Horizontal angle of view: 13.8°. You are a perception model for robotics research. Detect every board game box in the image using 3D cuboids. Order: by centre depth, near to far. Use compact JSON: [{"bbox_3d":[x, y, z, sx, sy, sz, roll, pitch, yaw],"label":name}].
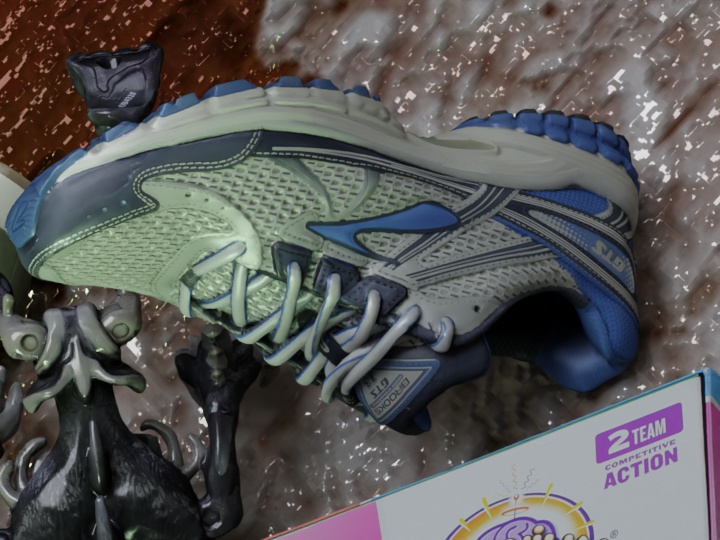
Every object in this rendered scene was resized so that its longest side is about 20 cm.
[{"bbox_3d":[0.032,0.136,0.697,0.153,0.040,0.200,-23,45,29],"label":"board game box"}]

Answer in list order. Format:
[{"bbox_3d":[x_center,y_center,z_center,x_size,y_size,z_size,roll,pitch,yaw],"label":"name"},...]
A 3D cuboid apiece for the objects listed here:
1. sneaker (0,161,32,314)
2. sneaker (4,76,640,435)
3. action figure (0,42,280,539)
[{"bbox_3d":[-0.199,-0.001,1.011,0.200,0.067,0.090,10,64,32],"label":"sneaker"},{"bbox_3d":[0.000,0.000,0.827,0.077,0.200,0.085,-41,54,54],"label":"sneaker"},{"bbox_3d":[-0.081,0.034,0.901,0.119,0.102,0.201,-7,96,0],"label":"action figure"}]
